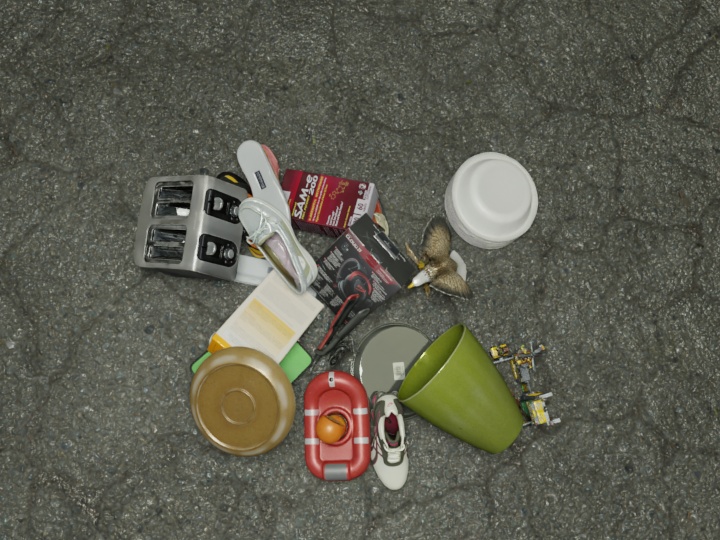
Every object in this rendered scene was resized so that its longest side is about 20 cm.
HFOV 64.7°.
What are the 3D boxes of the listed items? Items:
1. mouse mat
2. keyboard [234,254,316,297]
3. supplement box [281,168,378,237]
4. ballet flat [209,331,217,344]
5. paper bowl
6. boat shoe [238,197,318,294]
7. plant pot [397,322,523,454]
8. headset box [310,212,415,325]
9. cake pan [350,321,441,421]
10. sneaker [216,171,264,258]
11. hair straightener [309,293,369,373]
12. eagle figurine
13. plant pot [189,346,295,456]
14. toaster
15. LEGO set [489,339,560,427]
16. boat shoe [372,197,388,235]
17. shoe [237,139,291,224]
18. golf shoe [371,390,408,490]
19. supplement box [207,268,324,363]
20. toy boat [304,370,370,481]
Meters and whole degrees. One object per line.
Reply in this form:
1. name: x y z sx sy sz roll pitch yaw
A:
1. mouse mat: -0.203 0.179 1.084 0.161 0.008 0.200 45 53 4
2. keyboard: -0.183 0.009 1.179 0.195 0.011 0.058 12 71 -6
3. supplement box: -0.071 -0.135 1.170 0.196 0.061 0.111 11 75 15
4. ballet flat: -0.230 0.210 1.098 0.069 0.070 0.201 -39 83 -14
5. paper bowl: 0.289 -0.157 1.234 0.196 0.104 0.206 1 78 -6
6. boat shoe: -0.159 -0.047 1.069 0.074 0.065 0.203 -29 104 29
7. plant pot: 0.202 0.237 1.058 0.200 0.187 0.188 42 75 -2
8. headset box: 0.000 0.000 1.098 0.149 0.200 0.075 47 42 -1
9. cake pan: 0.078 0.204 1.157 0.195 0.037 0.205 2 78 -7
10. sneaker: -0.234 -0.125 1.158 0.069 0.090 0.203 -29 83 -13
11. hair straightener: -0.040 0.141 1.098 0.077 0.041 0.201 48 119 23
12. eagle figurine: 0.157 -0.006 1.128 0.150 0.200 0.153 28 72 -4
13. plant pot: -0.212 0.236 0.998 0.195 0.027 0.205 1 98 7
14. toaster: -0.328 -0.082 1.090 0.196 0.118 0.185 4 82 28
15. LEGO set: 0.310 0.245 1.138 0.150 0.116 0.205 -5 78 -9
16. boat shoe: 0.026 -0.085 1.201 0.069 0.063 0.205 -5 77 -7
17. shoe: -0.180 -0.159 1.134 0.070 0.091 0.204 -19 95 11
18. golf shoe: 0.054 0.334 1.083 0.075 0.088 0.205 -7 100 -3
19. supplement box: -0.178 0.108 1.084 0.125 0.074 0.201 39 56 0
20. toy boat: -0.050 0.290 1.062 0.127 0.131 0.205 -4 78 7
